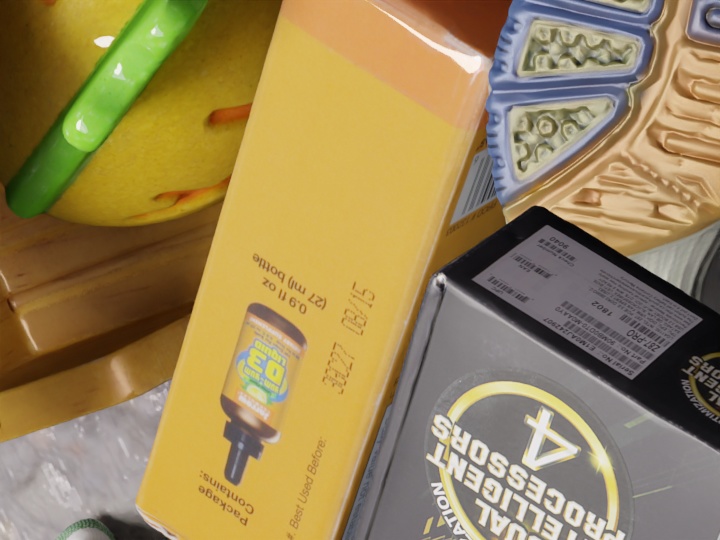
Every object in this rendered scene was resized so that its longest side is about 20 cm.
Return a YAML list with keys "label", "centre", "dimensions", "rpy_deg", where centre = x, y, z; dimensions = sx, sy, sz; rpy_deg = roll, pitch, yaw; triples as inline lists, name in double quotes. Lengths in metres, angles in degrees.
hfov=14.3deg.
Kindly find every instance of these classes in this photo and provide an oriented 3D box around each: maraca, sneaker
- label: "maraca"
  centre: [-0.055, -0.074, 0.810]
  dimensions: [0.107, 0.138, 0.200]
  rpy_deg: [33, 170, -8]
- label: "sneaker"
  centre: [0.075, -0.021, 0.735]
  dimensions: [0.075, 0.088, 0.201]
  rpy_deg: [19, 112, 19]

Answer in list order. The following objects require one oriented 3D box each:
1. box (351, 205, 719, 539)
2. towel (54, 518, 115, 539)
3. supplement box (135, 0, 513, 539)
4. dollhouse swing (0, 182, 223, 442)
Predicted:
- label: "box"
  centre: [0.086, 0.103, 0.612]
  dimensions: [0.199, 0.049, 0.162]
  rpy_deg: [32, 129, 21]
- label: "towel"
  centre: [-0.117, 0.168, 0.945]
  dimensions: [0.031, 0.200, 0.150]
  rpy_deg: [19, 95, -5]
- label: "supplement box"
  centre: [0.000, 0.000, 0.797]
  dimensions: [0.066, 0.069, 0.201]
  rpy_deg: [34, 125, 21]
- label: "dollhouse swing"
  centre: [-0.164, -0.029, 0.917]
  dimensions: [0.181, 0.176, 0.201]
  rpy_deg: [-18, 99, 41]
